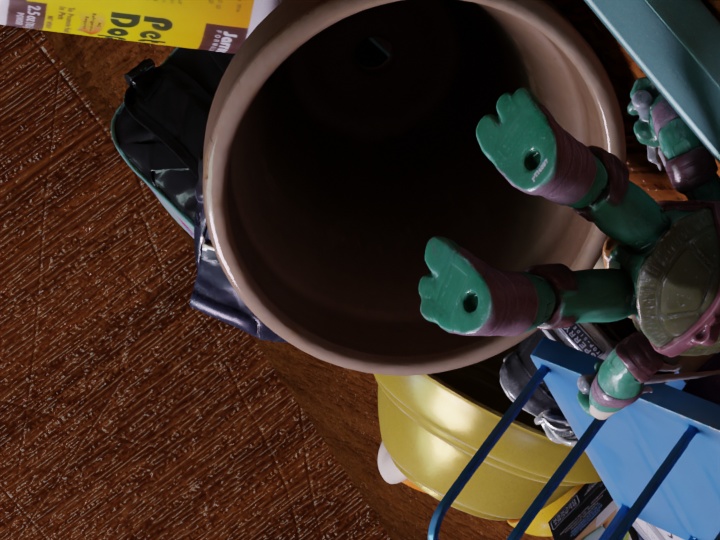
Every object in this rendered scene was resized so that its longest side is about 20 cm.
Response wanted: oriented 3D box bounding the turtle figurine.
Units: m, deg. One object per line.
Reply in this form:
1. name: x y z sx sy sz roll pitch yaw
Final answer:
1. turtle figurine: 0.122 -0.008 0.848 0.199 0.151 0.100 11 -179 -42

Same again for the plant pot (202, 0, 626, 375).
1. plant pot: 0.015 -0.079 0.987 0.201 0.199 0.175 59 -172 -29

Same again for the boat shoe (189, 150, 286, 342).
1. boat shoe: 0.000 0.000 1.100 0.198 0.094 0.075 17 -161 6

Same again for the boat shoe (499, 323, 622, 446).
1. boat shoe: 0.121 0.063 1.128 0.074 0.068 0.199 49 -173 12

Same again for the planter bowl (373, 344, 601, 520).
1. planter bowl: 0.075 0.097 1.247 0.199 0.084 0.201 24 -167 -6

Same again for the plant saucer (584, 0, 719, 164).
1. plant saucer: 0.139 -0.075 0.808 0.201 0.019 0.070 53 171 14

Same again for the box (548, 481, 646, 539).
1. box: 0.187 0.210 1.218 0.116 0.060 0.200 40 -167 -15

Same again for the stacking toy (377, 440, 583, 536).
1. stacking toy: 0.124 0.142 1.432 0.200 0.147 0.146 40 173 -7

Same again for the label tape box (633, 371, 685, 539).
1. label tape box: 0.206 0.133 1.081 0.144 0.066 0.200 50 172 26

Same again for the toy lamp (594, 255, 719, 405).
1. toy lamp: 0.146 0.020 1.010 0.200 0.058 0.058 52 171 31

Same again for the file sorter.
1. file sorter: 0.150 0.145 0.946 0.199 0.123 0.139 22 154 43

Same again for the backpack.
1. backpack: -0.027 -0.068 1.214 0.200 0.176 0.153 46 -177 34

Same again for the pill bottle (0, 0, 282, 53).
1. pill bottle: -0.107 -0.180 1.117 0.109 0.198 0.111 -174 90 -79
